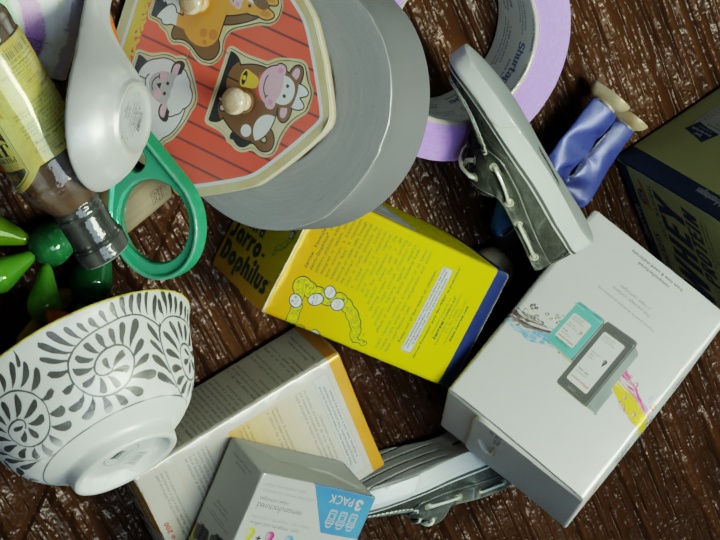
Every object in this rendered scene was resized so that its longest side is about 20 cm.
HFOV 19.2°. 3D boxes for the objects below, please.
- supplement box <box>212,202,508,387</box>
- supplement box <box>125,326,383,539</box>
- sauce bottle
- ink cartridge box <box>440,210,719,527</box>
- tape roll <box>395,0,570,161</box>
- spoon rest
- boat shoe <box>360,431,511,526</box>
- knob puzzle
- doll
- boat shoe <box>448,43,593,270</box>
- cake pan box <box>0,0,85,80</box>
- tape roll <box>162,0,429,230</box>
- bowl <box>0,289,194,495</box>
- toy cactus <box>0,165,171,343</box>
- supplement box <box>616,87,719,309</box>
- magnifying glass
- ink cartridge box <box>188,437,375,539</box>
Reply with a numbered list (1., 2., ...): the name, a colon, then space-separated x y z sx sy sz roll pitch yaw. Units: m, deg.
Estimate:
1. supplement box: 0.000 0.000 1.735 0.199 0.109 0.110 24 98 -33
2. supplement box: -0.095 0.152 1.767 0.199 0.073 0.127 -30 122 -14
3. sauce bottle: -0.231 -0.092 1.524 0.064 0.065 0.201 -34 111 -12
4. ink cartridge box: 0.184 0.086 1.797 0.146 0.147 0.200 39 78 9
5. tape roll: 0.070 -0.193 1.718 0.198 0.066 0.202 -10 114 -24
6. spoon rest: -0.176 -0.154 1.531 0.099 0.060 0.202 49 52 -62
7. boat shoe: 0.060 0.191 1.868 0.198 0.072 0.072 -15 113 -24
8. knob puzzle: -0.106 -0.147 1.572 0.030 0.218 0.222 -6 118 -62
9. doll: 0.166 -0.061 1.833 0.200 0.048 0.136 -51 141 1
10. boat shoe: 0.114 -0.086 1.704 0.063 0.071 0.201 -28 111 13
11. cake pan box: -0.269 -0.253 1.522 0.183 0.052 0.202 13 104 -34
12. tape roll: -0.050 -0.131 1.597 0.066 0.199 0.202 -6 118 -61
13. bowl: -0.199 0.109 1.619 0.199 0.095 0.201 -27 161 -10
14. toy cactus: -0.216 -0.033 1.625 0.164 0.102 0.201 -31 112 -25
15. supplement box: 0.368 -0.068 1.847 0.199 0.200 0.135 -33 121 -11
16. magnifying glass: -0.169 -0.091 1.584 0.022 0.079 0.202 -18 92 -61
17. ink cartridge box: -0.084 0.248 1.731 0.114 0.068 0.201 15 105 -33
